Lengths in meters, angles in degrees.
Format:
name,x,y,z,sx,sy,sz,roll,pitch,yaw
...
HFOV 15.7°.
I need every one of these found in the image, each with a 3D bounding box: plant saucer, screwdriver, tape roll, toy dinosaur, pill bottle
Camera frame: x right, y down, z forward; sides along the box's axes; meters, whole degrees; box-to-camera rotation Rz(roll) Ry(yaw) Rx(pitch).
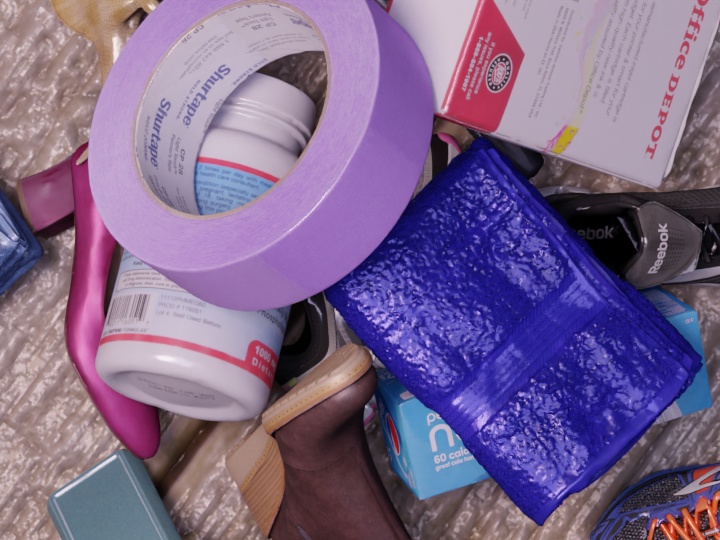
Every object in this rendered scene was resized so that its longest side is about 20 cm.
name,x,y,z,sx,sy,sz,roll,pitch,yaw
plant saucer,-0.137,0.190,1.610,0.070,0.200,0.019,-33,136,0
screwdriver,0.045,-0.135,1.653,0.028,0.029,0.200,-42,97,2
tape roll,-0.059,-0.081,1.505,0.199,0.066,0.201,-14,61,27
toy dinosaur,-0.149,-0.170,1.652,0.101,0.058,0.201,-12,84,15
pill bottle,-0.088,-0.017,1.605,0.108,0.109,0.201,14,73,0

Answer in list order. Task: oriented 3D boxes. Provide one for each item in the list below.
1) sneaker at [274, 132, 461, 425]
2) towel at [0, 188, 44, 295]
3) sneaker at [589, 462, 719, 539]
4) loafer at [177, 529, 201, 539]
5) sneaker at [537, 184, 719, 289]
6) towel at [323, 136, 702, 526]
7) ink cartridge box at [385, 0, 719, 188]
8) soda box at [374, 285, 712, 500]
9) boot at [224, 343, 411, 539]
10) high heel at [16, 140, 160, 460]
name,x,y,z,sx,sy,sz,roll,pitch,yaw
sneaker,0.000,0.000,1.640,0.087,0.074,0.201,22,97,-7
towel,-0.298,-0.054,1.636,0.112,0.049,0.200,-43,83,16
sneaker,0.231,0.151,1.643,0.199,0.078,0.076,-27,91,1
loafer,-0.072,0.249,1.661,0.069,0.075,0.201,-27,95,-13
sneaker,0.194,-0.018,1.627,0.199,0.091,0.067,1,100,1
towel,0.093,0.033,1.555,0.200,0.050,0.148,46,74,3
ink cartridge box,0.115,-0.146,1.575,0.200,0.085,0.148,17,94,-44
soda box,0.113,0.074,1.619,0.199,0.064,0.068,-17,109,-12
boot,0.006,0.141,1.596,0.166,0.200,0.072,48,58,4
high heel,-0.142,0.014,1.643,0.096,0.067,0.201,-22,89,12
